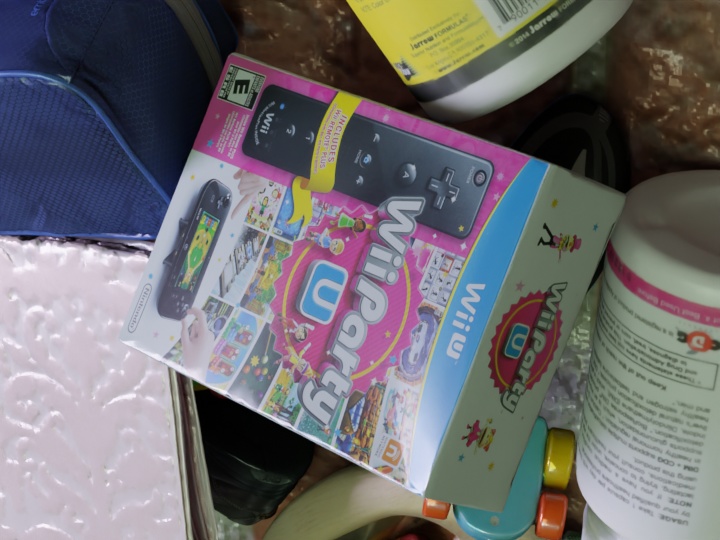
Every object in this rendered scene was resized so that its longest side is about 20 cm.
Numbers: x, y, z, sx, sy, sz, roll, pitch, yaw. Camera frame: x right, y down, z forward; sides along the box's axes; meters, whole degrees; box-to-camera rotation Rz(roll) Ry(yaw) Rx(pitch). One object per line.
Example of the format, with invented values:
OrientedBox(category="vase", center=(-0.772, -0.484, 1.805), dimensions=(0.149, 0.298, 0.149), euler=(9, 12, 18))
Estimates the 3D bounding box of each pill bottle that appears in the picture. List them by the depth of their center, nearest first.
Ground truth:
OrientedBox(category="pill bottle", center=(0.023, -0.173, 0.851), dimensions=(0.112, 0.112, 0.200), euler=(-26, 106, 34))
OrientedBox(category="pill bottle", center=(0.162, 0.064, 0.924), dimensions=(0.113, 0.113, 0.201), euler=(15, 122, 17))

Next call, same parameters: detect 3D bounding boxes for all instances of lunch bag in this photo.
OrientedBox(category="lunch bag", center=(-0.169, -0.105, 0.968), dimensions=(0.199, 0.133, 0.136), euler=(3, 147, 25))

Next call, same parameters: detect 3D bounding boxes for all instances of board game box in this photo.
OrientedBox(category="board game box", center=(0.000, 0.000, 0.863), dimensions=(0.200, 0.064, 0.148), euler=(23, 93, 40))

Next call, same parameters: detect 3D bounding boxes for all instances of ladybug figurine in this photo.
OrientedBox(category="ladybug figurine", center=(0.027, 0.156, 1.065), dimensions=(0.200, 0.072, 0.136), euler=(-25, 106, 33))

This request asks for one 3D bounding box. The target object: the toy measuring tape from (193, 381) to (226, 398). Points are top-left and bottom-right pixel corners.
OrientedBox(category="toy measuring tape", center=(-0.042, 0.014, 1.038), dimensions=(0.200, 0.074, 0.074), euler=(-27, 105, 11))

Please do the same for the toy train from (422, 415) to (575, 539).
OrientedBox(category="toy train", center=(0.017, 0.070, 0.972), dimensions=(0.200, 0.150, 0.056), euler=(59, 170, 14))

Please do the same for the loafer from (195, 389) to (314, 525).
OrientedBox(category="loafer", center=(-0.125, 0.078, 1.095), dimensions=(0.200, 0.073, 0.072), euler=(33, 131, 6))

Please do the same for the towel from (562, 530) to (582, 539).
OrientedBox(category="towel", center=(0.199, 0.218, 1.047), dimensions=(0.199, 0.031, 0.150), euler=(8, 121, 21))

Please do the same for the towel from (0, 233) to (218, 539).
OrientedBox(category="towel", center=(-0.166, 0.067, 1.039), dimensions=(0.199, 0.032, 0.192), euler=(9, 112, 32))

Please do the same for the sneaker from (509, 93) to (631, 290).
OrientedBox(category="sneaker", center=(0.068, 0.008, 0.913), dimensions=(0.071, 0.083, 0.200), euler=(33, 82, 3))
